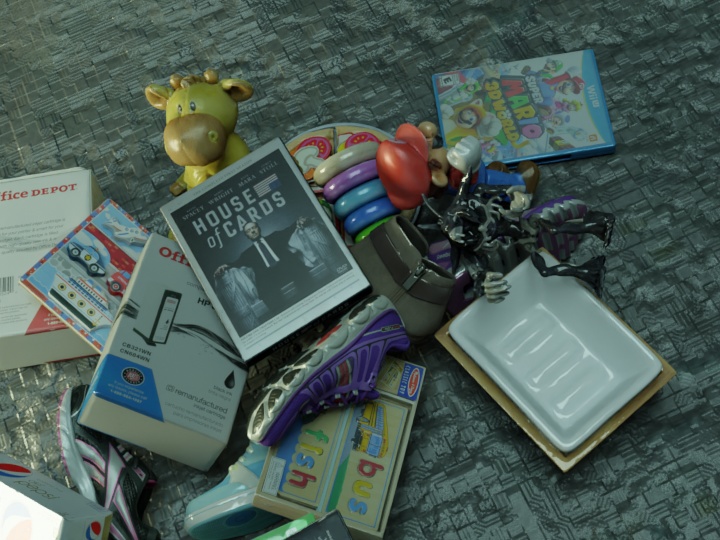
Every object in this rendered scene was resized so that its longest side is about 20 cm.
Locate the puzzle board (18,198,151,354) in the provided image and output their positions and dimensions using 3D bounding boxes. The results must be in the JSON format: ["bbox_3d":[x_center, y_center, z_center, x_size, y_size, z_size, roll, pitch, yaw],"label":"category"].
[{"bbox_3d":[-0.247,0.028,1.343,0.199,0.017,0.151,40,52,2],"label":"puzzle board"}]

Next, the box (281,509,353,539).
[{"bbox_3d":[-0.069,0.340,1.107,0.196,0.201,0.124,-26,61,-6],"label":"box"}]

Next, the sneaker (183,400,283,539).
[{"bbox_3d":[-0.102,0.186,1.267,0.197,0.080,0.132,-20,62,-15],"label":"sneaker"}]

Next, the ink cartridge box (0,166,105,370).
[{"bbox_3d":[-0.362,-0.002,1.402,0.144,0.083,0.203,-9,61,2],"label":"ink cartridge box"}]

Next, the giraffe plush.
[{"bbox_3d":[-0.161,-0.134,1.370,0.170,0.164,0.201,-20,42,-2],"label":"giraffe plush"}]

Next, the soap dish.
[{"bbox_3d":[0.198,0.093,1.272,0.157,0.082,0.200,-38,63,-13],"label":"soap dish"}]

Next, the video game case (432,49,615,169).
[{"bbox_3d":[0.191,-0.187,1.463,0.197,0.018,0.145,-8,60,3],"label":"video game case"}]

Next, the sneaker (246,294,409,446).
[{"bbox_3d":[-0.025,0.107,1.204,0.199,0.080,0.084,-39,98,-23],"label":"sneaker"}]

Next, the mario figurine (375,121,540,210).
[{"bbox_3d":[0.103,-0.123,1.335,0.198,0.123,0.107,6,54,-38],"label":"mario figurine"}]

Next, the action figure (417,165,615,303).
[{"bbox_3d":[0.151,-0.035,1.238,0.197,0.102,0.121,10,108,7],"label":"action figure"}]

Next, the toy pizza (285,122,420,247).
[{"bbox_3d":[-0.026,-0.093,1.434,0.197,0.032,0.203,-3,61,6],"label":"toy pizza"}]

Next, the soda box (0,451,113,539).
[{"bbox_3d":[-0.336,0.241,1.229,0.198,0.063,0.069,16,97,38],"label":"soda box"}]

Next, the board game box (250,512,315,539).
[{"bbox_3d":[-0.121,0.302,1.172,0.198,0.135,0.029,-23,60,-6],"label":"board game box"}]

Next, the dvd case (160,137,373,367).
[{"bbox_3d":[-0.098,-0.022,1.263,0.149,0.025,0.201,-31,67,-5],"label":"dvd case"}]

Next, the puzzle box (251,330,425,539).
[{"bbox_3d":[-0.017,0.163,1.227,0.131,0.026,0.202,18,53,-2],"label":"puzzle box"}]

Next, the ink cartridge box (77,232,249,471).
[{"bbox_3d":[-0.187,0.081,1.276,0.144,0.084,0.202,22,55,-12],"label":"ink cartridge box"}]

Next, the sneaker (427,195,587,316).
[{"bbox_3d":[0.155,-0.034,1.356,0.198,0.081,0.089,-28,43,-12],"label":"sneaker"}]

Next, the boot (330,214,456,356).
[{"bbox_3d":[0.000,0.000,1.292,0.199,0.070,0.147,41,115,3],"label":"boot"}]

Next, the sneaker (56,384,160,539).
[{"bbox_3d":[-0.256,0.213,1.282,0.085,0.080,0.203,-15,72,-7],"label":"sneaker"}]

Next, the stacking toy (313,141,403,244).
[{"bbox_3d":[0.023,-0.034,1.352,0.084,0.085,0.202,-23,82,-6],"label":"stacking toy"}]
